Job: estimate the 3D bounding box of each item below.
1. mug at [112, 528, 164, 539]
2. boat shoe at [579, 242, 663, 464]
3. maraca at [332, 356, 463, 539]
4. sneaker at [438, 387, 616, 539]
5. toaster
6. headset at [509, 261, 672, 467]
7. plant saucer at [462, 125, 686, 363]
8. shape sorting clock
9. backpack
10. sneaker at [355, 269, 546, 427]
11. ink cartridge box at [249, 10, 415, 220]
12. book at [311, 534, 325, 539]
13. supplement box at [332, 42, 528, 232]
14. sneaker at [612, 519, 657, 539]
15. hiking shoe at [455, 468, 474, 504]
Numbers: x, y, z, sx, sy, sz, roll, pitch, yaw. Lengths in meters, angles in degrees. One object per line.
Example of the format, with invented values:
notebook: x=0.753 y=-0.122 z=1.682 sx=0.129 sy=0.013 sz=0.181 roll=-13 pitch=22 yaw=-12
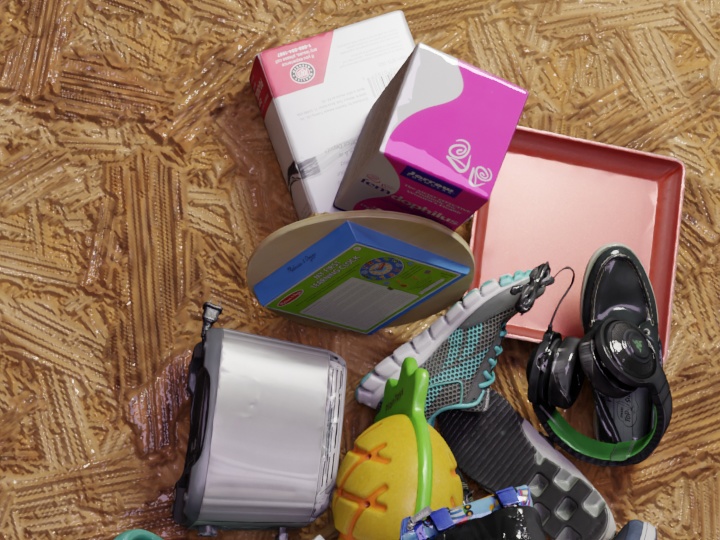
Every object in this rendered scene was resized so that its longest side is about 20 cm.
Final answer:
mug: x=-0.131 y=0.309 z=1.575 sx=0.151 sy=0.114 sz=0.187 roll=2 pitch=92 yaw=33
boat shoe: x=0.236 y=0.079 z=1.711 sx=0.074 sy=0.066 sz=0.202 roll=0 pitch=101 yaw=-6
maraca: x=0.031 y=0.173 z=1.600 sx=0.106 sy=0.137 sz=0.202 roll=13 pitch=59 yaw=-19
sneaker: x=0.150 y=0.181 z=1.713 sx=0.074 sy=0.088 sz=0.200 roll=-46 pitch=65 yaw=4
toaster: x=-0.086 y=0.134 z=1.651 sx=0.128 sy=0.114 sz=0.202 roll=9 pitch=73 yaw=-12
headset: x=0.189 y=0.087 z=1.648 sx=0.094 sy=0.123 sz=0.202 roll=-47 pitch=118 yaw=-51
plant saucer: x=0.195 y=-0.022 z=1.780 sx=0.198 sy=0.037 sz=0.202 roll=10 pitch=75 yaw=-8
shape sorting clock: x=0.000 y=0.000 z=1.655 sx=0.198 sy=0.200 sz=0.040 roll=0 pitch=63 yaw=-11
backpack: x=0.059 y=0.274 z=1.469 sx=0.198 sy=0.183 sz=0.135 roll=-18 pitch=49 yaw=-1
sneaker: x=0.094 y=0.079 z=1.691 sx=0.200 sy=0.078 sz=0.092 roll=-40 pitch=85 yaw=15
ink cartridge box: x=0.000 y=-0.113 z=1.738 sx=0.144 sy=0.083 sz=0.202 roll=-17 pitch=82 yaw=-14
book: x=-0.007 y=0.327 z=1.537 sx=0.200 sy=0.048 sz=0.134 roll=50 pitch=37 yaw=-1
supplement box: x=0.055 y=-0.100 z=1.598 sx=0.100 sy=0.200 sz=0.104 roll=23 pitch=74 yaw=-6
sneaker: x=0.143 y=0.262 z=1.599 sx=0.146 sy=0.077 sz=0.203 roll=37 pitch=86 yaw=1
hiking shoe: x=0.087 y=0.225 z=1.680 sx=0.198 sy=0.076 sz=0.102 roll=18 pitch=77 yaw=-6
